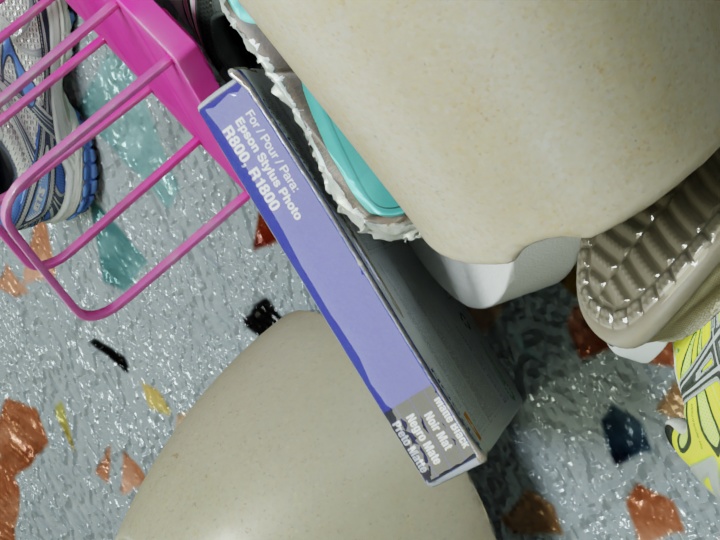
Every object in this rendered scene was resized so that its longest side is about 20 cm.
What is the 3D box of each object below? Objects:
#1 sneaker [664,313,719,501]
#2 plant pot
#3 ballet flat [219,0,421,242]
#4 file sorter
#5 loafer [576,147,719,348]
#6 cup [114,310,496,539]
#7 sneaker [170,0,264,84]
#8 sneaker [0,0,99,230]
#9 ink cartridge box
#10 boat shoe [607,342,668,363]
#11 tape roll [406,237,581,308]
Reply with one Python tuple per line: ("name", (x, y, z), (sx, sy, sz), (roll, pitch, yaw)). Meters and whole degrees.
("sneaker", (0.164, 0.023, 0.867), (0.076, 0.075, 0.201), (30, 132, 31))
("plant pot", (0.039, -0.113, 0.713), (0.199, 0.201, 0.184), (-2, 128, 48))
("ballet flat", (-0.017, -0.101, 0.885), (0.072, 0.071, 0.202), (-33, 76, 52))
("file sorter", (-0.162, -0.094, 1.046), (0.200, 0.125, 0.139), (46, 171, 30))
("loafer", (0.157, -0.048, 0.766), (0.201, 0.068, 0.076), (-53, 36, 13))
("cup", (-0.041, 0.142, 1.082), (0.200, 0.143, 0.201), (43, 152, 31))
("sneaker", (-0.043, -0.163, 0.953), (0.201, 0.080, 0.087), (95, 156, -55))
("sneaker", (-0.208, -0.111, 1.183), (0.077, 0.085, 0.202), (9, 120, 44))
("ink cartridge box", (0.000, 0.000, 0.957), (0.040, 0.200, 0.201), (-32, 88, 9))
("boat shoe", (0.121, -0.052, 0.857), (0.063, 0.071, 0.201), (12, 124, -2))
("tape roll", (0.037, -0.083, 0.904), (0.203, 0.037, 0.205), (161, 90, -75))
